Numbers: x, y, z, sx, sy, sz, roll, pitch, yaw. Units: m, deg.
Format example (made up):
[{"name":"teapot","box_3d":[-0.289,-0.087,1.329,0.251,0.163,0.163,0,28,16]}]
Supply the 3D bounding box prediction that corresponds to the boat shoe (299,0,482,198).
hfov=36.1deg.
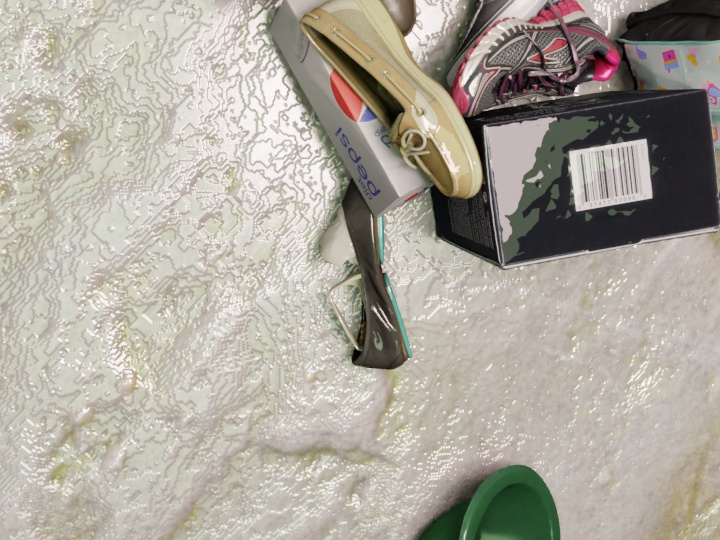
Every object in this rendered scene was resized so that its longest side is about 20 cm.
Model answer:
[{"name":"boat shoe","box_3d":[0.026,-0.138,0.901,0.063,0.073,0.201,-30,85,-17]}]

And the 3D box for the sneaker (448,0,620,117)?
[{"name":"sneaker","box_3d":[0.155,-0.183,0.980,0.199,0.081,0.075,-30,68,-33]}]

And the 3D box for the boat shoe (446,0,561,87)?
[{"name":"boat shoe","box_3d":[0.138,-0.255,1.019,0.068,0.072,0.200,43,104,19]}]

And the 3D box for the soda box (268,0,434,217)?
[{"name":"soda box","box_3d":[-0.001,-0.153,0.969,0.063,0.068,0.201,-28,88,-22]}]

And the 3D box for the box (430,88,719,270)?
[{"name":"box","box_3d":[0.180,-0.088,0.981,0.198,0.197,0.125,-10,99,-10]}]

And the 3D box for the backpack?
[{"name":"backpack","box_3d":[0.355,-0.194,0.990,0.175,0.200,0.154,-28,103,-18]}]

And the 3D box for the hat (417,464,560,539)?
[{"name":"hat","box_3d":[0.076,0.278,1.105,0.199,0.175,0.167,-19,102,-47]}]

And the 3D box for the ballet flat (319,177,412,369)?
[{"name":"ballet flat","box_3d":[0.000,0.000,1.026,0.068,0.068,0.202,-11,100,-1]}]

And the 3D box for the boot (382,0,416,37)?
[{"name":"boot","box_3d":[0.004,-0.299,0.966,0.074,0.097,0.201,-26,102,-7]}]
